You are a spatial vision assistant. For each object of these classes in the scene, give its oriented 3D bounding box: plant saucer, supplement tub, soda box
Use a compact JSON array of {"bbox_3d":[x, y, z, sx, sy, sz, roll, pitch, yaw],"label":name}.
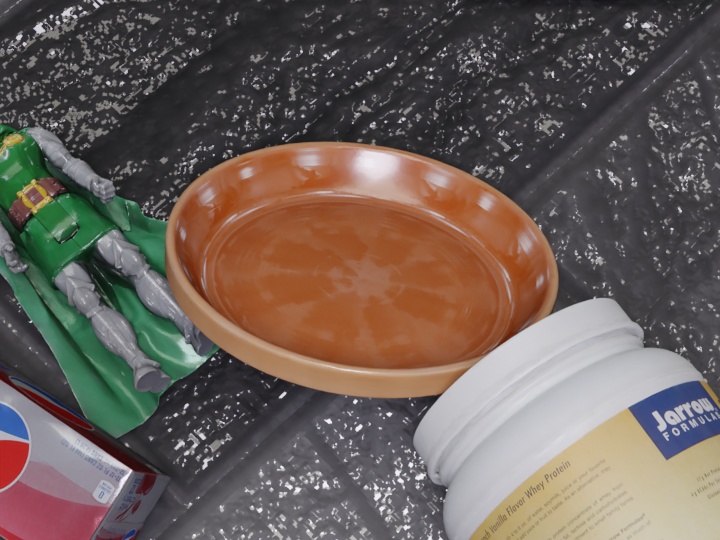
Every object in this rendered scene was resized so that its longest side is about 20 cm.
[{"bbox_3d":[0.000,0.000,0.906,0.199,0.032,0.201,6,36,-4],"label":"plant saucer"},{"bbox_3d":[0.128,0.127,0.826,0.144,0.145,0.200,-30,69,-14],"label":"supplement tub"},{"bbox_3d":[-0.196,0.073,0.881,0.200,0.070,0.064,32,88,14],"label":"soda box"}]

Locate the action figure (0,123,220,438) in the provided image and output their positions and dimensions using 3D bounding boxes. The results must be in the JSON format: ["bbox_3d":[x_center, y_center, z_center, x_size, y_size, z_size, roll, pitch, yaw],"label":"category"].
[{"bbox_3d":[-0.156,-0.018,0.944,0.118,0.055,0.200,-40,67,-15],"label":"action figure"}]
